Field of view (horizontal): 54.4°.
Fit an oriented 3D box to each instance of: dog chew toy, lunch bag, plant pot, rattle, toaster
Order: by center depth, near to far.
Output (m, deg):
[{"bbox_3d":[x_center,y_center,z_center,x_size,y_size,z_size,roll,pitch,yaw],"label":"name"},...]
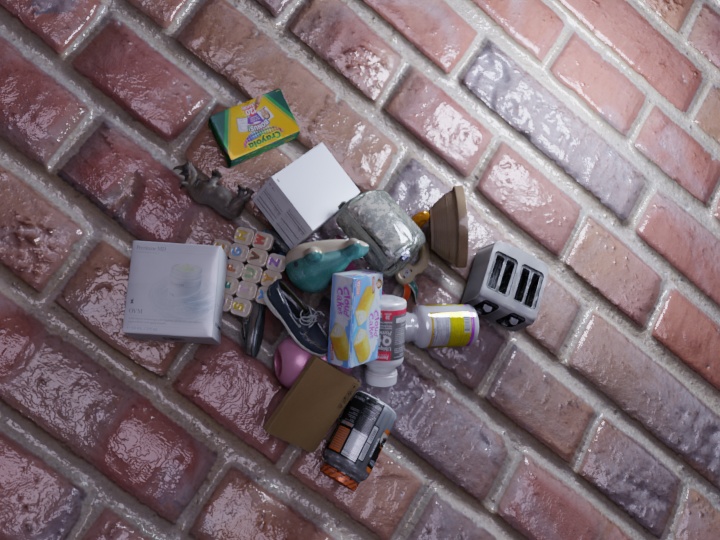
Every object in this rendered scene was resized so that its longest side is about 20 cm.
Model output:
[{"bbox_3d":[-0.102,0.213,1.643,0.195,0.124,0.128,1,79,-25],"label":"dog chew toy"},{"bbox_3d":[0.042,-0.086,1.664,0.201,0.167,0.140,49,114,11],"label":"lunch bag"},{"bbox_3d":[0.141,-0.023,1.752,0.128,0.141,0.206,22,64,-37],"label":"rattle"},{"bbox_3d":[0.219,-0.109,1.772,0.090,0.201,0.207,-2,79,4],"label":"plant pot"},{"bbox_3d":[0.378,0.034,1.823,0.177,0.118,0.204,25,73,-12],"label":"toaster"}]

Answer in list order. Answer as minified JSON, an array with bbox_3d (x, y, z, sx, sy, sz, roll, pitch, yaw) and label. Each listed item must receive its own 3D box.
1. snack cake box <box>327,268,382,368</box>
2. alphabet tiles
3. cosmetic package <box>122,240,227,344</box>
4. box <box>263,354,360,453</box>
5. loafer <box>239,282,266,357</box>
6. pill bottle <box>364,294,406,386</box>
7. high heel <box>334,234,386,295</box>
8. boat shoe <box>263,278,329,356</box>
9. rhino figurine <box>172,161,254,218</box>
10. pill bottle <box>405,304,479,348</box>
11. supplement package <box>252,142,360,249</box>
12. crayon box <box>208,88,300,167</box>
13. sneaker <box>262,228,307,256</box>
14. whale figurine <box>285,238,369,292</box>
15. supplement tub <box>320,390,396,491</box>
[{"bbox_3d":[-0.011,0.106,1.583,0.114,0.066,0.206,-9,106,-51],"label":"snack cake box"},{"bbox_3d":[-0.273,0.002,1.634,0.191,0.015,0.205,14,79,14],"label":"alphabet tiles"},{"bbox_3d":[-0.405,0.050,1.554,0.193,0.123,0.206,3,77,-3],"label":"cosmetic package"},{"bbox_3d":[-0.107,0.306,1.597,0.163,0.021,0.202,35,90,-40],"label":"box"},{"bbox_3d":[-0.255,0.102,1.648,0.061,0.072,0.206,6,70,4],"label":"loafer"},{"bbox_3d":[0.053,0.168,1.683,0.108,0.111,0.206,0,100,-17],"label":"pill bottle"},{"bbox_3d":[0.000,0.000,1.733,0.094,0.067,0.205,-19,91,-10],"label":"high heel"},{"bbox_3d":[-0.132,0.104,1.575,0.201,0.062,0.075,50,34,1],"label":"boat shoe"},{"bbox_3d":[-0.357,-0.195,1.668,0.196,0.060,0.089,28,83,-7],"label":"rhino figurine"},{"bbox_3d":[0.190,0.139,1.750,0.194,0.104,0.108,0,79,-18],"label":"pill bottle"},{"bbox_3d":[-0.127,-0.179,1.677,0.157,0.110,0.200,50,50,-3],"label":"supplement package"},{"bbox_3d":[-0.261,-0.351,1.728,0.197,0.058,0.121,-28,88,-20],"label":"crayon box"},{"bbox_3d":[-0.155,-0.039,1.706,0.199,0.073,0.083,40,53,-11],"label":"sneaker"},{"bbox_3d":[-0.075,-0.013,1.585,0.195,0.158,0.107,-14,77,20],"label":"whale figurine"},{"bbox_3d":[-0.008,0.397,1.632,0.121,0.122,0.203,32,73,-8],"label":"supplement tub"}]
